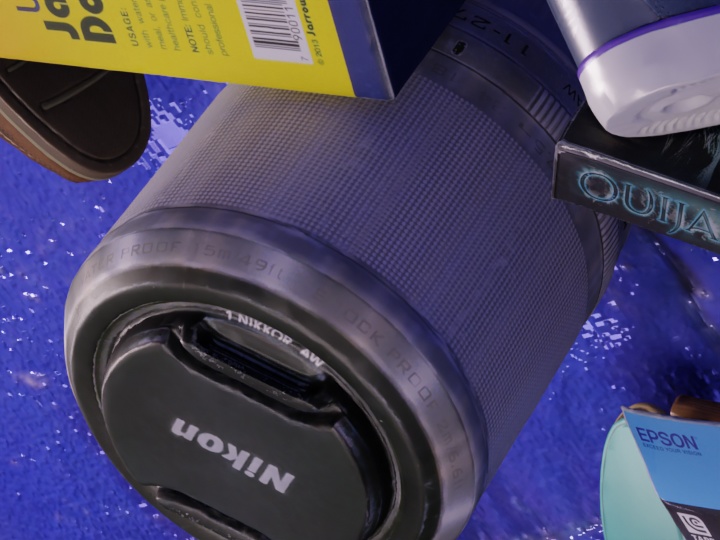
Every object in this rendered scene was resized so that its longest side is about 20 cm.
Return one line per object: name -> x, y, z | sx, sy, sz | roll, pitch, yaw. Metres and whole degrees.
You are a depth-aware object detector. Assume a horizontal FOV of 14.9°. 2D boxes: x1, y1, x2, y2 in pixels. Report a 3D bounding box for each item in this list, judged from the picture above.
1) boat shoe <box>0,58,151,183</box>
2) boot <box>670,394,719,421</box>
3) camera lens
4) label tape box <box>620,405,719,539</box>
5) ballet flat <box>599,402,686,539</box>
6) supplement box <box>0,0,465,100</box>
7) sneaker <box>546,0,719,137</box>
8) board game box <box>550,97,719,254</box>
boat shoe -> -0.164, -0.113, 1.103 | 0.200, 0.072, 0.068 | 51, 143, -4
boot -> 0.209, 0.061, 1.035 | 0.200, 0.069, 0.188 | 9, 140, 40
camera lens -> 0.000, 0.000, 0.990 | 0.160, 0.200, 0.160 | 19, 138, 18
label tape box -> 0.199, 0.108, 0.979 | 0.143, 0.066, 0.200 | 4, 134, 46
ballet flat -> 0.141, 0.149, 1.082 | 0.069, 0.063, 0.200 | -14, 84, 59
supplement box -> -0.063, -0.142, 0.965 | 0.200, 0.109, 0.110 | 8, 134, 29
sneaker -> 0.144, -0.132, 0.857 | 0.200, 0.147, 0.081 | -14, 165, -6
board game box -> 0.178, -0.041, 0.877 | 0.200, 0.135, 0.028 | 20, 139, 17
